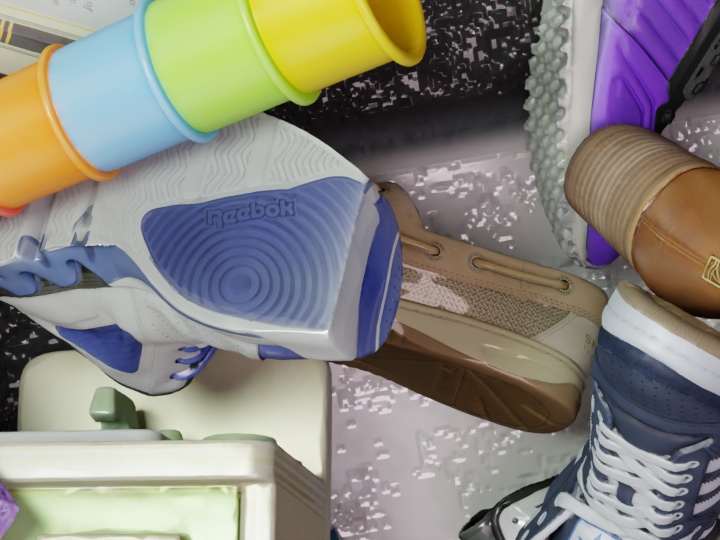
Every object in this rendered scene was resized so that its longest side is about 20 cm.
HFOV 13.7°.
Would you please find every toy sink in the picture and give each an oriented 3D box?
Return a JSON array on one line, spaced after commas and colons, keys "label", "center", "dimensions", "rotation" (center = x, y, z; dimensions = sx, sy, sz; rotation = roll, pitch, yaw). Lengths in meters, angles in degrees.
[{"label": "toy sink", "center": [-0.084, 0.118, 1.133], "dimensions": [0.130, 0.112, 0.200], "rotation": [-1, 76, 11]}]

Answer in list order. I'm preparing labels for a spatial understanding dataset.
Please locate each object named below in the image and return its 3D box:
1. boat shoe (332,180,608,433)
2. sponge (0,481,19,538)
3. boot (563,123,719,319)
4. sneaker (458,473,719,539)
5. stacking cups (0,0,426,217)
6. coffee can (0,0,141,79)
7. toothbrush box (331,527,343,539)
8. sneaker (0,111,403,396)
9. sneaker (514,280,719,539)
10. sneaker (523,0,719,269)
[{"label": "boat shoe", "center": [0.000, 0.000, 1.192], "dimensions": [0.200, 0.071, 0.065], "rotation": [23, 68, -4]}, {"label": "sponge", "center": [-0.215, 0.063, 1.127], "dimensions": [0.112, 0.200, 0.030], "rotation": [-47, 143, 8]}, {"label": "boot", "center": [0.189, 0.005, 1.133], "dimensions": [0.200, 0.155, 0.077], "rotation": [17, 106, -41]}, {"label": "sneaker", "center": [0.072, 0.162, 1.216], "dimensions": [0.115, 0.076, 0.201], "rotation": [34, 65, -2]}, {"label": "stacking cups", "center": [-0.078, -0.065, 1.022], "dimensions": [0.200, 0.061, 0.061], "rotation": [-19, 109, 22]}, {"label": "coffee can", "center": [-0.133, -0.136, 1.090], "dimensions": [0.200, 0.146, 0.147], "rotation": [16, 104, -10]}, {"label": "toothbrush box", "center": [-0.060, 0.224, 1.238], "dimensions": [0.200, 0.085, 0.147], "rotation": [-27, 107, 4]}, {"label": "sneaker", "center": [-0.062, -0.003, 1.087], "dimensions": [0.199, 0.115, 0.081], "rotation": [8, 72, 31]}, {"label": "sneaker", "center": [0.103, 0.074, 1.111], "dimensions": [0.070, 0.200, 0.109], "rotation": [33, 87, 15]}, {"label": "sneaker", "center": [0.120, -0.096, 1.167], "dimensions": [0.099, 0.070, 0.200], "rotation": [0, 107, -8]}]
